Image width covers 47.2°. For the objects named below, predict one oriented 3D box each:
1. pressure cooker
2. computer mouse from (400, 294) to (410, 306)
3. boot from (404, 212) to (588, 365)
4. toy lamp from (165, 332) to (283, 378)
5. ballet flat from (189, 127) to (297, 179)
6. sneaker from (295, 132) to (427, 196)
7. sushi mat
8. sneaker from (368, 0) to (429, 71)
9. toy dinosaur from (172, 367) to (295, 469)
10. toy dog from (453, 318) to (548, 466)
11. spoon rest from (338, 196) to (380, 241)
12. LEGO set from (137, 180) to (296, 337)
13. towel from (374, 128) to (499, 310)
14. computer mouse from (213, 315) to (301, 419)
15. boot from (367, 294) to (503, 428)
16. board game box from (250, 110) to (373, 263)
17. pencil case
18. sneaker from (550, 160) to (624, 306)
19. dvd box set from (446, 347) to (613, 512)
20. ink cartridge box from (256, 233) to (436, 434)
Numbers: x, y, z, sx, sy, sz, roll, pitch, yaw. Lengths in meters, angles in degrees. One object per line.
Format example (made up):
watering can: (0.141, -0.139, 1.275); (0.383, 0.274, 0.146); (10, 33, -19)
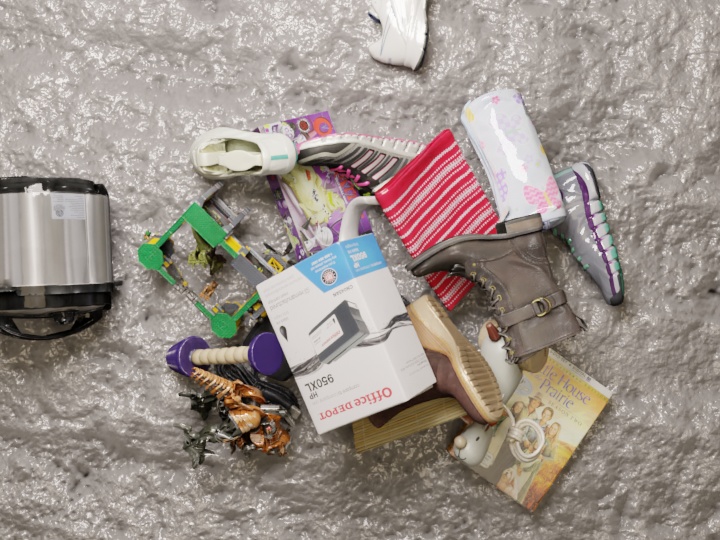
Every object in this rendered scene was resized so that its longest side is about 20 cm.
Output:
pressure cooker: (-0.407, -0.012, 1.053); (0.174, 0.179, 0.202); (-4, 89, -4)
computer mouse: (0.077, 0.105, 1.139); (0.058, 0.034, 0.201); (-33, 84, -15)
boot: (0.169, 0.033, 1.026); (0.198, 0.069, 0.176); (-16, 92, 5)
toy lamp: (-0.182, 0.110, 1.066); (0.199, 0.058, 0.059); (-8, 90, 41)
ballet flat: (-0.170, -0.148, 1.061); (0.199, 0.069, 0.070); (6, 90, 39)
sneaker: (0.004, -0.132, 1.094); (0.198, 0.074, 0.088); (1, 92, -26)
sushi mat: (0.068, 0.166, 1.086); (0.199, 0.012, 0.096); (-25, 58, 24)
sneaker: (0.055, -0.376, 1.117); (0.086, 0.075, 0.202); (6, 89, 4)
toy dinosaur: (-0.164, 0.184, 1.079); (0.135, 0.102, 0.201); (-14, 115, 18)
toy dog: (0.168, 0.147, 1.075); (0.131, 0.096, 0.202); (-11, 58, 38)
spoon rest: (0.000, 0.000, 1.082); (0.099, 0.060, 0.202); (-5, 105, -38)
LEGO set: (-0.185, -0.021, 1.109); (0.199, 0.116, 0.154); (37, 114, -5)
towel: (0.115, -0.067, 1.086); (0.145, 0.022, 0.201); (-43, 115, -19)
computer mouse: (-0.097, 0.094, 1.122); (0.138, 0.053, 0.201); (35, 89, 0)
boot: (0.079, 0.151, 1.049); (0.167, 0.072, 0.201); (-49, 53, 23)
board game box: (-0.060, -0.107, 1.106); (0.119, 0.032, 0.202); (-22, 91, -40)
pencil case: (0.203, -0.139, 1.099); (0.090, 0.083, 0.202); (-19, 81, 7)
sneaker: (0.301, -0.043, 1.133); (0.087, 0.074, 0.202); (-16, 85, 18)
dvd box set: (0.234, 0.209, 1.139); (0.146, 0.029, 0.201); (35, 90, 0)
ink cartridge box: (-0.018, 0.078, 1.000); (0.144, 0.084, 0.202); (-27, 85, 33)
